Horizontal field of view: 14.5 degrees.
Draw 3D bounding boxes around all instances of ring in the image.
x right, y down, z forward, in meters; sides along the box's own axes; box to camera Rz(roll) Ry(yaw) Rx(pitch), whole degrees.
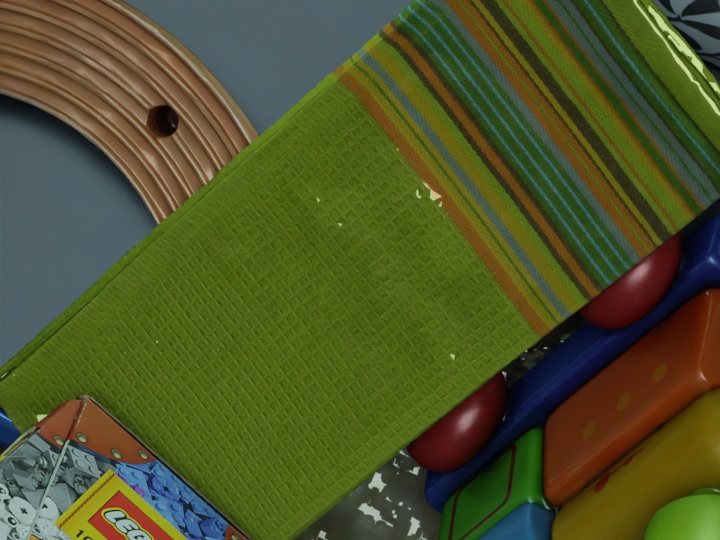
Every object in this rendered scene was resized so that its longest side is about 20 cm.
[{"bbox_3d":[-0.106,0.015,0.758,0.199,0.019,0.202,2,98,15],"label":"ring"}]

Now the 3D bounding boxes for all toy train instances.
[{"bbox_3d":[0.091,0.041,0.693,0.084,0.116,0.200,34,127,-19],"label":"toy train"}]

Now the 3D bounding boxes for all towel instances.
[{"bbox_3d":[0.000,0.000,0.709,0.200,0.018,0.086,-40,86,17],"label":"towel"}]

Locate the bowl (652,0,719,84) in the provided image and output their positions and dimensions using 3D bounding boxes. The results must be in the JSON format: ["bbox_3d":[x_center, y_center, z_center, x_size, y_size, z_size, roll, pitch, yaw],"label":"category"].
[{"bbox_3d":[0.128,-0.101,0.749,0.200,0.201,0.095,-6,123,-1],"label":"bowl"}]

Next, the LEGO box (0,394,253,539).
[{"bbox_3d":[-0.124,0.144,0.693,0.077,0.149,0.200,42,114,2],"label":"LEGO box"}]

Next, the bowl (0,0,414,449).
[{"bbox_3d":[-0.050,-0.037,0.793,0.199,0.039,0.202,0,87,0],"label":"bowl"}]

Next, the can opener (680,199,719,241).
[{"bbox_3d":[0.086,-0.006,0.759,0.200,0.063,0.079,31,77,-20],"label":"can opener"}]
